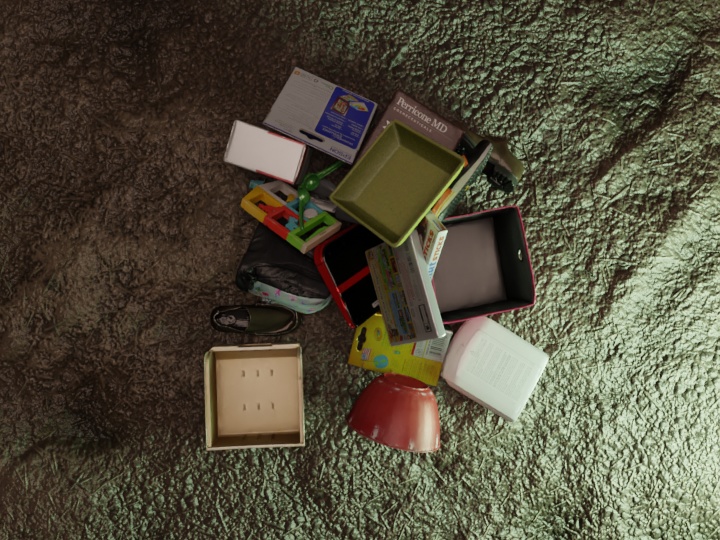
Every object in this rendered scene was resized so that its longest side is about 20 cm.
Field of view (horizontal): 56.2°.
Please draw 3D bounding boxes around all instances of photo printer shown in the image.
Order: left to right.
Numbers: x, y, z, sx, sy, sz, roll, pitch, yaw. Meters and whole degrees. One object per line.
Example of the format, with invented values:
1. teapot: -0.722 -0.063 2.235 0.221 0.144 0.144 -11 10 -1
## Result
1. photo printer: 0.277 0.201 1.428 0.198 0.069 0.168 30 85 -7

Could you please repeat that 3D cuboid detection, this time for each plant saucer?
1. plant saucer: 0.071 -0.155 1.236 0.201 0.048 0.199 -50 52 -1

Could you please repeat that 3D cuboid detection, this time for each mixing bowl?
1. mixing bowl: 0.078 0.273 1.354 0.197 0.200 0.110 15 94 -3

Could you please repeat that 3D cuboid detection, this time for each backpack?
1. backpack: -0.140 0.001 1.380 0.197 0.127 0.169 22 69 -5

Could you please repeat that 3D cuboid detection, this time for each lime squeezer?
1. lime squeezer: -0.097 -0.159 1.373 0.070 0.038 0.202 19 60 18

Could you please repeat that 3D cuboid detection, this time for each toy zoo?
1. toy zoo: -0.150 -0.121 1.361 0.199 0.131 0.021 36 128 14

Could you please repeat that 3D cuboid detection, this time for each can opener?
1. can opener: -0.030 -0.135 1.399 0.197 0.053 0.067 21 126 19

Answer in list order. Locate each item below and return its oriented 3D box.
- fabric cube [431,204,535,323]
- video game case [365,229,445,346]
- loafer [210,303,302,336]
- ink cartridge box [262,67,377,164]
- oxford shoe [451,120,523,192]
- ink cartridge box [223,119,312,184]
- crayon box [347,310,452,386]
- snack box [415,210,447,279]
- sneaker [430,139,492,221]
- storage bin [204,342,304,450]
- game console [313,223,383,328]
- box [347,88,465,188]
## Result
1. fabric cube: 0.221 -0.010 1.371 0.196 0.199 0.200 -11 89 -3
2. video game case: 0.082 0.039 1.300 0.023 0.181 0.203 -14 86 -29
3. loafer: -0.219 0.106 1.409 0.196 0.071 0.074 -4 89 -3
4. ink cartridge box: -0.082 -0.311 1.386 0.195 0.047 0.202 24 54 -4
5. oxford shoe: 0.267 -0.260 1.449 0.199 0.073 0.085 40 71 -4
6. ink cartridge box: -0.179 -0.232 1.351 0.144 0.200 0.084 18 97 -2
7. crayon box: 0.081 0.155 1.420 0.197 0.051 0.129 15 104 -3
8. snack box: 0.113 -0.017 1.272 0.024 0.202 0.072 -11 45 -27
9. sneaker: 0.173 -0.190 1.278 0.089 0.070 0.201 34 69 10
10. storage bin: -0.215 0.256 1.397 0.196 0.094 0.203 -2 90 -3
11. game console: 0.000 0.000 1.381 0.199 0.031 0.179 -34 102 -45
12. box: 0.085 -0.226 1.383 0.164 0.164 0.202 30 88 -2
